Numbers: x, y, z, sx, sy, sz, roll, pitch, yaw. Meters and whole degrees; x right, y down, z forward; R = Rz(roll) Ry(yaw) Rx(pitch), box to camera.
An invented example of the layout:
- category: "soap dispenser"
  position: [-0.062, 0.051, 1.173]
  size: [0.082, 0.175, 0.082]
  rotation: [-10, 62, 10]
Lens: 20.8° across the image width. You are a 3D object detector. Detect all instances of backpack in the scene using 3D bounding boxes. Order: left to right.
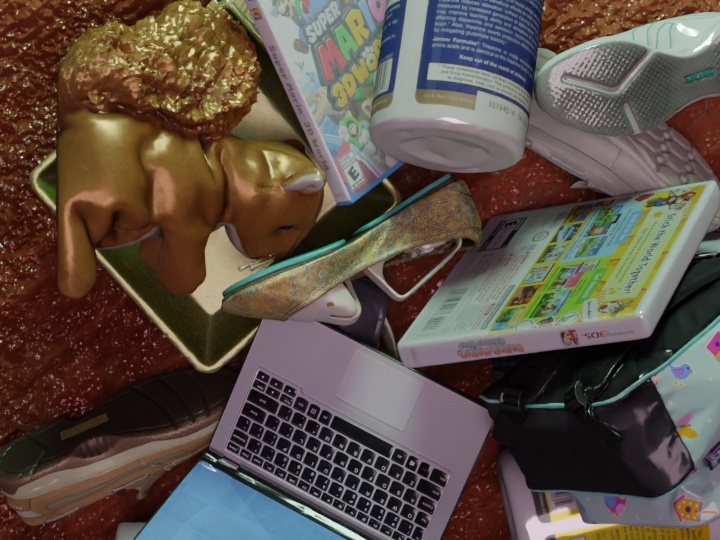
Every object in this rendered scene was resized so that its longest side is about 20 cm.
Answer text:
- category: "backpack"
  position: [0.211, 0.079, 1.344]
  size: [0.200, 0.176, 0.154]
  rotation: [-44, 107, -28]

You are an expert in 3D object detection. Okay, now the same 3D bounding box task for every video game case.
- category: "video game case"
  position: [-0.008, -0.167, 1.387]
  size: [0.143, 0.018, 0.201]
  rotation: [-39, 112, -38]
- category: "video game case"
  position: [0.141, 0.002, 1.358]
  size: [0.181, 0.200, 0.023]
  rotation: [-9, 113, 30]

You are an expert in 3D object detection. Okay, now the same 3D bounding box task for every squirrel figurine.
- category: "squirrel figurine"
  position: [-0.116, -0.084, 1.348]
  size: [0.185, 0.142, 0.201]
  rotation: [0, 103, -9]

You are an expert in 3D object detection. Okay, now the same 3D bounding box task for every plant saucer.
- category: "plant saucer"
  position: [-0.105, -0.062, 1.443]
  size: [0.200, 0.048, 0.200]
  rotation: [-41, 99, 5]

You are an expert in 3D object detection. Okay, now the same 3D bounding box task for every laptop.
- category: "laptop"
  position: [-0.037, 0.152, 1.360]
  size: [0.187, 0.116, 0.201]
  rotation: [26, 102, 14]

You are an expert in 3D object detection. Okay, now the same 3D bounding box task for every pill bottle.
- category: "pill bottle"
  position: [0.072, -0.178, 1.377]
  size: [0.110, 0.111, 0.201]
  rotation: [9, 77, -4]
- category: "pill bottle"
  position: [0.209, 0.168, 1.466]
  size: [0.199, 0.112, 0.113]
  rotation: [-12, 101, 0]

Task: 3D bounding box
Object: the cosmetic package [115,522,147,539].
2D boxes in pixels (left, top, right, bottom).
- category: "cosmetic package"
  position: [-0.083, 0.299, 1.457]
  size: [0.198, 0.123, 0.201]
  rotation: [0, 113, -3]

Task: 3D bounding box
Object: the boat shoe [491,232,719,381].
- category: "boat shoe"
  position: [0.188, 0.028, 1.467]
  size: [0.199, 0.071, 0.091]
  rotation: [-9, 105, 4]

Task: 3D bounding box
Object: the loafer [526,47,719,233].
- category: "loafer"
  position: [0.182, -0.087, 1.448]
  size: [0.200, 0.070, 0.070]
  rotation: [35, 133, -8]

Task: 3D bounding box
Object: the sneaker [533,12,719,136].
- category: "sneaker"
  position: [0.212, -0.144, 1.411]
  size: [0.199, 0.080, 0.071]
  rotation: [-13, 108, -17]

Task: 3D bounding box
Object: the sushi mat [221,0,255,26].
- category: "sushi mat"
  position: [-0.017, -0.246, 1.430]
  size: [0.095, 0.012, 0.201]
  rotation: [30, 98, -9]

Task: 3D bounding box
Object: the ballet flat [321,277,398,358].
- category: "ballet flat"
  position: [-0.004, 0.095, 1.460]
  size: [0.073, 0.073, 0.201]
  rotation: [1, 114, -3]

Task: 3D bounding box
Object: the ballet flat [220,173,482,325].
- category: "ballet flat"
  position: [0.000, 0.000, 1.380]
  size: [0.199, 0.071, 0.071]
  rotation: [-27, 101, -16]

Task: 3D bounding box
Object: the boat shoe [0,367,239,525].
- category: "boat shoe"
  position: [-0.172, 0.136, 1.474]
  size: [0.199, 0.072, 0.076]
  rotation: [-19, 126, 1]
